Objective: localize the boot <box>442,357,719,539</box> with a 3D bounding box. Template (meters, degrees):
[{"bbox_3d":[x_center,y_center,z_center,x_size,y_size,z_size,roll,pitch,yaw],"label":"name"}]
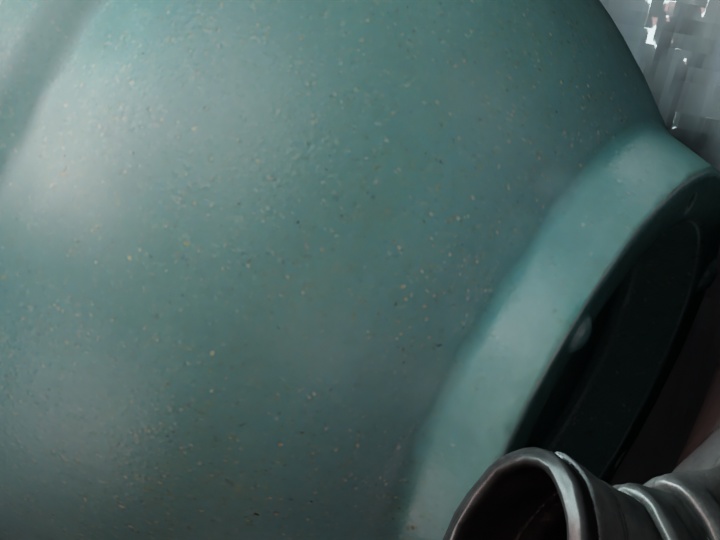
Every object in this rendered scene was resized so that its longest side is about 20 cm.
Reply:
[{"bbox_3d":[0.075,0.050,0.598,0.070,0.132,0.200,-3,76,43],"label":"boot"}]

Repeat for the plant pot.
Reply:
[{"bbox_3d":[0.000,0.000,0.662,0.134,0.200,0.200,29,98,17],"label":"plant pot"}]
